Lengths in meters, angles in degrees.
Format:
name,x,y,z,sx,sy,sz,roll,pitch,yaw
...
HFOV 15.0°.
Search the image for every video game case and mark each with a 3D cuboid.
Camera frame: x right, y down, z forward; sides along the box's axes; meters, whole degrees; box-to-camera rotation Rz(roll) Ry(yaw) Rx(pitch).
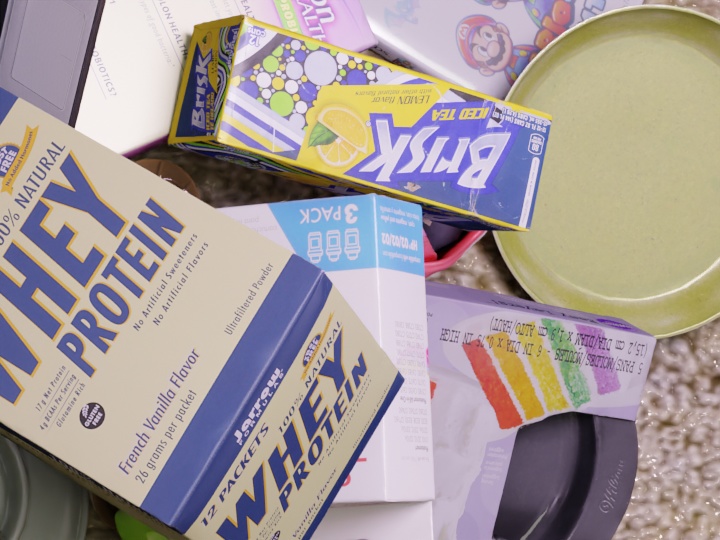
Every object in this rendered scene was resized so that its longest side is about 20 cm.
name,x,y,z,sx,sy,sz,roll,pitch,yaw
video game case,0.090,-0.193,1.652,0.181,0.024,0.201,30,70,-18

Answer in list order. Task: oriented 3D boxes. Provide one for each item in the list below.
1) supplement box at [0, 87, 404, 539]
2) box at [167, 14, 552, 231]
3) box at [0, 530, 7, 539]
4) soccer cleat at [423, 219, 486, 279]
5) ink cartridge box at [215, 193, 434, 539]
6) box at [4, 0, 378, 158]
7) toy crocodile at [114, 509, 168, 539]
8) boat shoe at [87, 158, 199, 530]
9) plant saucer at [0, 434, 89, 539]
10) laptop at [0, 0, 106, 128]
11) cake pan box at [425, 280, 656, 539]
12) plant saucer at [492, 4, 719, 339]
name,x,y,z,sx,sy,sz,roll,pitch,yaw
supplement box,-0.109,0.038,1.313,0.199,0.200,0.135,29,81,18
box,0.002,-0.076,1.472,0.199,0.064,0.071,15,84,-28
box,-0.269,0.172,1.327,0.199,0.131,0.200,-33,97,-1
soccer cleat,0.000,0.000,1.548,0.200,0.076,0.067,-35,97,-26
ink cartridge box,-0.027,0.066,1.440,0.068,0.114,0.202,10,76,-66
box,-0.123,-0.161,1.507,0.199,0.097,0.177,-26,93,-25
toy crocodile,-0.086,0.208,1.472,0.067,0.062,0.202,-18,102,-28
boat shoe,-0.123,0.039,1.490,0.073,0.066,0.202,5,92,-25
plant saucer,-0.231,0.118,1.435,0.199,0.050,0.202,5,79,-24
laptop,-0.243,-0.144,1.387,0.199,0.188,0.116,33,34,24
cake pan box,0.059,0.105,1.541,0.199,0.052,0.186,12,100,-25
plant saucer,0.167,-0.059,1.632,0.198,0.031,0.202,-2,101,-12
